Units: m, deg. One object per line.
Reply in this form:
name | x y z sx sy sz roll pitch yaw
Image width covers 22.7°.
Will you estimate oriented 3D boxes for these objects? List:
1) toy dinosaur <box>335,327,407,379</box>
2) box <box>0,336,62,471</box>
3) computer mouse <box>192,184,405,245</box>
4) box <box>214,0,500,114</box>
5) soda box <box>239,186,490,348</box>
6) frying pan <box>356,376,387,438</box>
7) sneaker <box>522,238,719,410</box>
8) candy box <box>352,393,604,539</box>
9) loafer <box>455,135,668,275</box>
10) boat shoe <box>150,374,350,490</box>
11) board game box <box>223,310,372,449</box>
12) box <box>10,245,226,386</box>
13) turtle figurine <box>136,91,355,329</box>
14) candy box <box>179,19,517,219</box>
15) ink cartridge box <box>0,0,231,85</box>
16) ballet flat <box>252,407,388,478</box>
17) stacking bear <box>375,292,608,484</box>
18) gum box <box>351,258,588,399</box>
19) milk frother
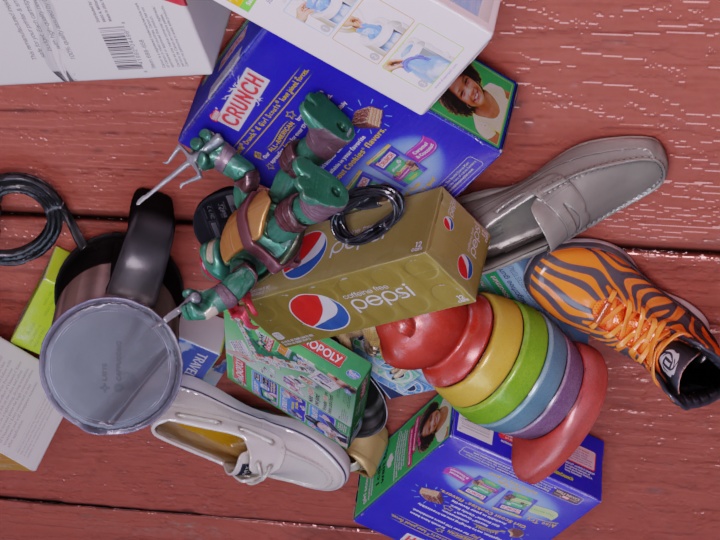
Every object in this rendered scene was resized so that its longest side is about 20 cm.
toy dinosaur | 0.012 0.037 1.502 0.199 0.058 0.101 -24 124 36
box | -0.390 0.103 1.703 0.199 0.098 0.124 34 159 -23
computer mouse | -0.047 -0.044 1.370 0.199 0.034 0.059 -4 114 34
box | -0.008 -0.217 1.228 0.199 0.113 0.101 27 140 -16
soda box | 0.000 0.000 1.388 0.199 0.064 0.068 -16 135 38
frying pan | -0.045 0.081 1.659 0.115 0.031 0.190 -16 118 45
sneaker | 0.230 0.045 1.464 0.199 0.112 0.078 24 107 -23
candy box | 0.112 0.205 1.729 0.168 0.077 0.200 25 138 -16
loafer | 0.148 -0.044 1.399 0.199 0.070 0.070 -24 131 13
boat shoe | -0.104 0.167 1.667 0.199 0.070 0.071 28 131 -13
board game box | -0.057 0.089 1.585 0.134 0.029 0.200 31 161 8
box | -0.214 0.062 1.674 0.199 0.048 0.122 24 140 -12
turtle figurine | -0.083 -0.038 1.315 0.100 0.151 0.200 13 144 -39
candy box | -0.011 -0.121 1.361 0.199 0.077 0.169 27 142 -17
ink cartridge box | -0.211 -0.216 1.310 0.199 0.084 0.145 -1 139 17
ballet flat | -0.073 0.169 1.745 0.198 0.063 0.069 1 150 15
stacking bear | 0.094 0.068 1.456 0.199 0.122 0.114 30 125 -28
gum box | 0.073 0.030 1.555 0.199 0.045 0.170 -12 134 29
milk frother | -0.247 0.020 1.503 0.198 0.188 0.182 0 107 -6
